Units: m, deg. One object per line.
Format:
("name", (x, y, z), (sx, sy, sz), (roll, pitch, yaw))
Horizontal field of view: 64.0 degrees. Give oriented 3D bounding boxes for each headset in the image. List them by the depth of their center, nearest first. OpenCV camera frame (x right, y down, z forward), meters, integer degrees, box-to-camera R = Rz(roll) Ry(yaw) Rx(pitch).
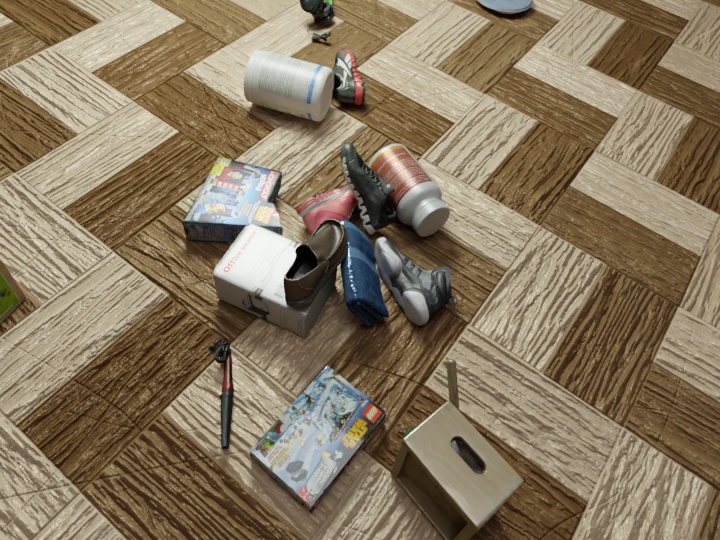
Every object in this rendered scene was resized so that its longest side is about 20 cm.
("headset", (-0.113, -0.761, 1.665), (0.093, 0.123, 0.203), (3, 80, 29))

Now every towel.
("towel", (0.000, 0.000, 1.128), (0.048, 0.112, 0.202), (-24, 52, 20))

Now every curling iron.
("curling iron", (-0.240, 0.210, 0.998), (0.049, 0.025, 0.202), (19, 48, -40))

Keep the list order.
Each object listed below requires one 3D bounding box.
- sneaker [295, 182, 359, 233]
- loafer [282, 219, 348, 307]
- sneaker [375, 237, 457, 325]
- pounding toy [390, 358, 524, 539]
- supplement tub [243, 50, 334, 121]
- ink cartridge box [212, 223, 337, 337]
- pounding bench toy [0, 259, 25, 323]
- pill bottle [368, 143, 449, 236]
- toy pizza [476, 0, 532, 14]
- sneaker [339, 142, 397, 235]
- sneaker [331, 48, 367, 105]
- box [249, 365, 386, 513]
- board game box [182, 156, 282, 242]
("sneaker", (-0.047, -0.134, 1.258), (0.199, 0.074, 0.088), (-27, 92, -31))
("loafer", (-0.079, -0.026, 1.049), (0.072, 0.071, 0.202), (10, 52, 20))
("sneaker", (0.112, 0.008, 1.159), (0.113, 0.076, 0.201), (-21, 65, -20))
("pounding toy", (0.143, 0.285, 0.889), (0.141, 0.185, 0.200), (-32, 62, -26))
("supplement tub", (-0.175, -0.457, 1.427), (0.197, 0.133, 0.133), (17, 54, 5))
("ink cartridge box", (-0.161, 0.015, 1.114), (0.198, 0.086, 0.147), (22, 54, 11))
("pounding bench toy", (-0.736, 0.055, 1.000), (0.154, 0.125, 0.201), (23, 55, 11))
("pill bottle", (0.106, -0.174, 1.263), (0.111, 0.113, 0.201), (-22, 59, -20))
("toy pizza", (0.457, -0.882, 1.864), (0.197, 0.032, 0.202), (3, 53, -5))
("sneaker", (0.024, -0.178, 1.206), (0.089, 0.202, 0.067), (-14, 19, 21))
("sneaker", (-0.049, -0.515, 1.519), (0.096, 0.071, 0.203), (-6, 56, -13))
("box", (-0.068, 0.275, 0.964), (0.136, 0.040, 0.200), (34, 58, 19))
("board game box", (-0.244, -0.134, 1.229), (0.197, 0.062, 0.202), (15, 54, 4))
